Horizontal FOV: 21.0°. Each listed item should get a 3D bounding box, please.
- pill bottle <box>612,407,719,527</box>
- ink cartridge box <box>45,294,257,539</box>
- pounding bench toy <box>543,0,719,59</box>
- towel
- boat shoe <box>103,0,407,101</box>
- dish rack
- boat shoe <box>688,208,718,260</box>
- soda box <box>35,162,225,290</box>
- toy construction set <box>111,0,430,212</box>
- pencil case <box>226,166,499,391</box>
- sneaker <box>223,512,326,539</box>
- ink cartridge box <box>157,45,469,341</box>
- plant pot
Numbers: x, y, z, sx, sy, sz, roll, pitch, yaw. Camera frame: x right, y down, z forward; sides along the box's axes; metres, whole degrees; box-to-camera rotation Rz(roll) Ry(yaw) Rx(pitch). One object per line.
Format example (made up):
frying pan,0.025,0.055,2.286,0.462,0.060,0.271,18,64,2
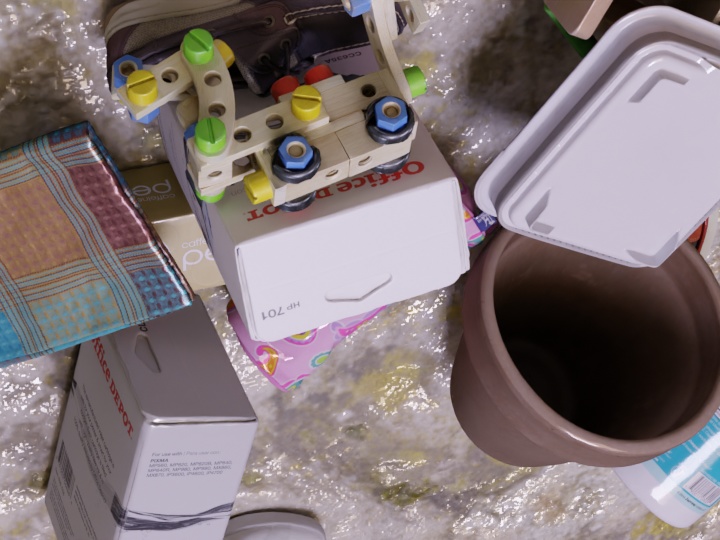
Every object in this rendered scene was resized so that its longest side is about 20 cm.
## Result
pill bottle,0.298,0.108,1.581,0.200,0.111,0.111,-44,131,13
ink cartridge box,-0.152,0.135,1.368,0.083,0.144,0.201,-1,127,-25
pounding bench toy,0.174,-0.190,1.277,0.156,0.124,0.200,13,121,-31
towel,-0.223,-0.007,1.243,0.199,0.022,0.147,-17,120,24
boat shoe,-0.065,-0.140,1.206,0.199,0.065,0.072,-5,154,10
dish rack,0.191,-0.075,1.282,0.171,0.044,0.200,16,131,-31
boat shoe,0.223,0.017,1.500,0.062,0.071,0.201,-6,125,-22
soda box,-0.127,-0.029,1.314,0.199,0.064,0.068,-11,130,-15
toy construction set,-0.039,-0.110,1.137,0.200,0.131,0.092,-28,158,-1
pencil case,0.000,0.000,1.379,0.200,0.088,0.087,-37,132,5
sneaker,-0.114,0.251,1.530,0.199,0.085,0.073,-11,128,-18
ink cartridge box,-0.035,-0.065,1.232,0.146,0.200,0.086,-18,132,-11
plant pot,0.150,0.067,1.433,0.199,0.201,0.175,-4,158,-21
